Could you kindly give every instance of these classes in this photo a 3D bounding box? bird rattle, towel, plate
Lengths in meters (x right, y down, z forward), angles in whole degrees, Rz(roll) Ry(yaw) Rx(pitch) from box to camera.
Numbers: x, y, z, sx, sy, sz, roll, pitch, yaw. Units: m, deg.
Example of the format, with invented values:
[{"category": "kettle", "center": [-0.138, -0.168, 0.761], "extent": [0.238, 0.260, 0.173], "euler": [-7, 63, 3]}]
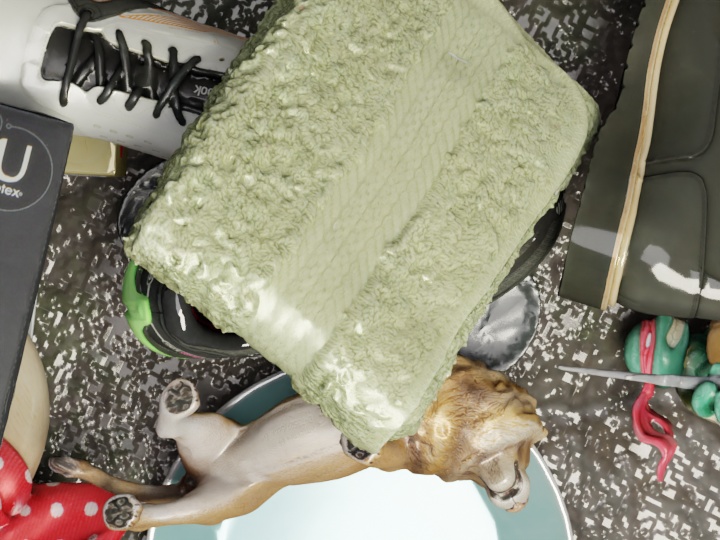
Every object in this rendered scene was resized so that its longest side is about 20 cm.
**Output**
[{"category": "bird rattle", "center": [-0.197, 0.078, 0.890], "extent": [0.198, 0.113, 0.164], "euler": [4, 76, 0]}, {"category": "towel", "center": [0.006, -0.043, 0.813], "extent": [0.148, 0.036, 0.201], "euler": [39, 62, -10]}, {"category": "plate", "center": [0.000, 0.139, 0.939], "extent": [0.198, 0.026, 0.202], "euler": [0, 92, -2]}]

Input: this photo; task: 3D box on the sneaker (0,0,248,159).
[{"category": "sneaker", "center": [-0.091, -0.083, 0.839], "extent": [0.199, 0.080, 0.074], "euler": [12, 91, -23]}]

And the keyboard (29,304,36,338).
[{"category": "keyboard", "center": [-0.183, 0.059, 0.939], "extent": [0.056, 0.011, 0.202], "euler": [7, 92, 3]}]

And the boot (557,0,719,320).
[{"category": "boot", "center": [0.175, -0.055, 0.878], "extent": [0.137, 0.078, 0.201], "euler": [16, 66, 7]}]

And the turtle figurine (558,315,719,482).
[{"category": "turtle figurine", "center": [0.191, 0.028, 0.907], "extent": [0.198, 0.101, 0.151], "euler": [3, 51, 9]}]

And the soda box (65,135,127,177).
[{"category": "soda box", "center": [-0.203, -0.080, 0.903], "extent": [0.198, 0.064, 0.068], "euler": [3, 93, -3]}]

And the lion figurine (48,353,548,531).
[{"category": "lion figurine", "center": [-0.023, 0.075, 0.885], "extent": [0.198, 0.122, 0.073], "euler": [-8, 77, 15]}]

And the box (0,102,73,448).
[{"category": "box", "center": [-0.187, 0.037, 0.796], "extent": [0.105, 0.122, 0.202], "euler": [14, 75, -10]}]

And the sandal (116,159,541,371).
[{"category": "sandal", "center": [-0.012, -0.008, 0.920], "extent": [0.199, 0.048, 0.076], "euler": [16, 92, -2]}]

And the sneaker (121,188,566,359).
[{"category": "sneaker", "center": [0.000, 0.000, 0.861], "extent": [0.199, 0.084, 0.077], "euler": [-18, 101, -11]}]
